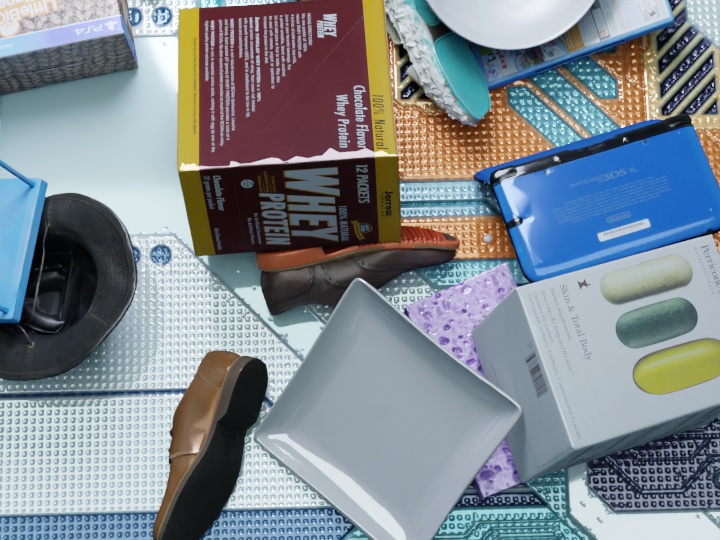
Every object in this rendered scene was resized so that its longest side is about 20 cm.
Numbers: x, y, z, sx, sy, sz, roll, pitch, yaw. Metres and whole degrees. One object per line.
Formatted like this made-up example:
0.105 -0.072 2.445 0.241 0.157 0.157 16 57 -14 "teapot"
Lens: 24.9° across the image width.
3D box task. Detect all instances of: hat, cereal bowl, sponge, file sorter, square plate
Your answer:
-0.292 0.025 1.558 0.198 0.081 0.203 -7 68 17 "hat"
0.140 -0.321 1.580 0.197 0.083 0.203 -2 110 -6 "cereal bowl"
0.128 0.105 1.560 0.110 0.030 0.202 -21 78 -5 "sponge"
-0.417 -0.036 1.514 0.198 0.123 0.141 0 71 25 "file sorter"
0.025 0.141 1.513 0.197 0.028 0.201 38 111 12 "square plate"

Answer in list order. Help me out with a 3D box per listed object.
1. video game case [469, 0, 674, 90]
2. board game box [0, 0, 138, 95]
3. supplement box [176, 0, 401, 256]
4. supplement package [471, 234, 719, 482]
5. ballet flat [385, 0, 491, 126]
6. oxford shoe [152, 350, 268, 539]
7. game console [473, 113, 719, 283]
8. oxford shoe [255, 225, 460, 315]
0.198 -0.280 1.633 0.198 0.018 0.145 -19 79 9 "video game case"
-0.320 -0.295 1.625 0.157 0.097 0.202 -12 77 -2 "board game box"
-0.066 -0.136 1.536 0.197 0.133 0.199 -4 55 0 "supplement box"
0.231 0.081 1.482 0.198 0.151 0.153 -15 76 -17 "supplement package"
0.064 -0.230 1.622 0.071 0.072 0.202 -26 89 -5 "ballet flat"
-0.154 0.171 1.540 0.071 0.071 0.202 14 76 33 "oxford shoe"
0.224 -0.069 1.542 0.198 0.119 0.172 -17 68 -3 "game console"
0.000 0.000 1.578 0.197 0.071 0.073 -7 103 -3 "oxford shoe"
